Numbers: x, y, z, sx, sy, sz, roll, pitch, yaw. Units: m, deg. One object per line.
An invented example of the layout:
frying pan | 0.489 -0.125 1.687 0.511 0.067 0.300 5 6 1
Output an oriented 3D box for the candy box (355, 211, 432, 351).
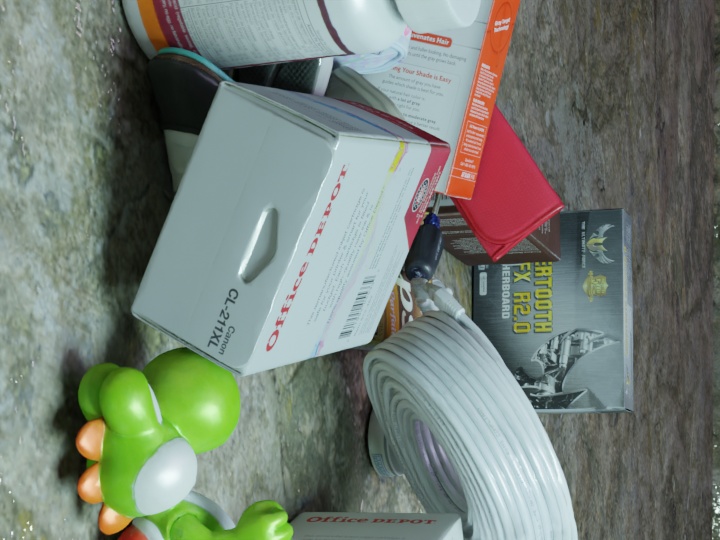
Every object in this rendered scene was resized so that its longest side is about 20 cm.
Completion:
candy box | 0.000 0.000 1.103 0.200 0.055 0.117 14 73 -67

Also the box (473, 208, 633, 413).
box | 0.193 0.044 1.441 0.048 0.157 0.202 24 66 -65

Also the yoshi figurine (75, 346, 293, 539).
yoshi figurine | -0.091 0.127 0.814 0.112 0.111 0.201 -80 156 -61

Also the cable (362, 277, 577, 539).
cable | 0.077 0.128 1.029 0.200 0.069 0.201 48 -22 43

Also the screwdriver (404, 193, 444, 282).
screwdriver | 0.058 -0.052 1.170 0.029 0.028 0.201 40 32 -20

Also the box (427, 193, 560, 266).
box | 0.116 -0.061 1.340 0.200 0.099 0.076 34 56 -64

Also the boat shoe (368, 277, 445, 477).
boat shoe | 0.062 0.089 1.224 0.070 0.071 0.202 64 31 -43

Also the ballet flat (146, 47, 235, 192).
ballet flat | -0.080 -0.068 0.909 0.200 0.067 0.069 40 64 -61

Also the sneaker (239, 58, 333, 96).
sneaker | -0.027 -0.186 0.954 0.080 0.070 0.202 0 102 -58

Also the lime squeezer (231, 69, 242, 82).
lime squeezer | -0.086 -0.220 0.963 0.070 0.038 0.202 -24 114 -33

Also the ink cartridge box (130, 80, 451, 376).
ink cartridge box | -0.035 -0.028 0.861 0.147 0.082 0.200 -66 162 11

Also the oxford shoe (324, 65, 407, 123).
oxford shoe | -0.006 -0.102 1.041 0.075 0.058 0.200 55 -1 -19

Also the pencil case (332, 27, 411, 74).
pencil case | -0.004 -0.251 1.092 0.083 0.090 0.202 151 -56 -67

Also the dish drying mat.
dish drying mat | 0.082 -0.110 1.173 0.201 0.077 0.018 58 22 17

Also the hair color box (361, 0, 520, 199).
hair color box | 0.060 -0.167 1.142 0.061 0.101 0.202 2 103 -64

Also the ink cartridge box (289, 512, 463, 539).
ink cartridge box | -0.005 0.248 0.965 0.200 0.127 0.126 -28 114 -66

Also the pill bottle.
pill bottle | -0.034 -0.180 0.852 0.109 0.198 0.111 -3 90 -68
